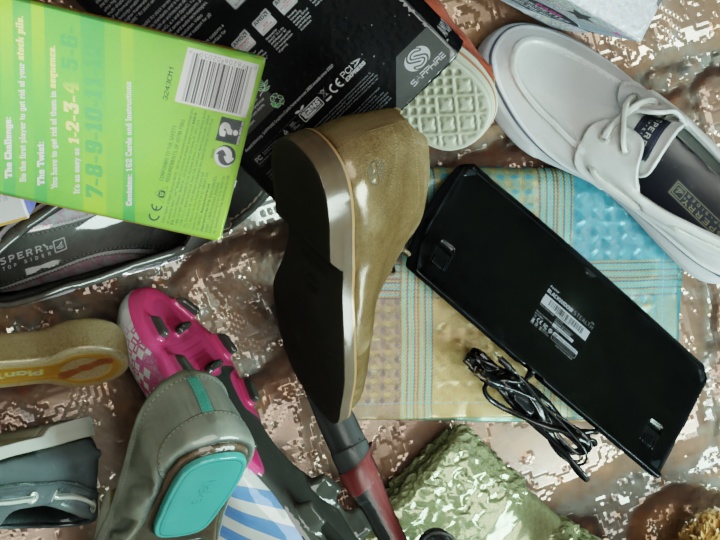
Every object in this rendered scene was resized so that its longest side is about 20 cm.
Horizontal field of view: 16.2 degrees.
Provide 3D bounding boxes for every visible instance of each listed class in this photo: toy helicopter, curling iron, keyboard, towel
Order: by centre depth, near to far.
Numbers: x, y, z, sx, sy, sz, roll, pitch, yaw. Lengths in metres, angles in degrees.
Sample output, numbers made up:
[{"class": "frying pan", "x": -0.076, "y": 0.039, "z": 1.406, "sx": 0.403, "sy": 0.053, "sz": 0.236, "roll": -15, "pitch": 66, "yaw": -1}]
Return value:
[{"class": "toy helicopter", "x": -0.217, "y": 0.055, "z": 1.282, "sx": 0.200, "sy": 0.132, "sz": 0.079, "roll": -5, "pitch": 60, "yaw": -8}, {"class": "curling iron", "x": 0.007, "y": 0.102, "z": 1.381, "sx": 0.050, "sy": 0.026, "sz": 0.200, "roll": -33, "pitch": 84, "yaw": 12}, {"class": "keyboard", "x": 0.098, "y": 0.039, "z": 1.406, "sx": 0.200, "sy": 0.040, "sz": 0.104, "roll": 40, "pitch": 64, "yaw": -17}, {"class": "towel", "x": 0.086, "y": 0.014, "z": 1.419, "sx": 0.200, "sy": 0.022, "sz": 0.147, "roll": 0, "pitch": 99, "yaw": -16}, {"class": "towel", "x": 0.037, "y": 0.198, "z": 1.425, "sx": 0.148, "sy": 0.036, "sz": 0.200, "roll": 41, "pitch": 86, "yaw": -18}]

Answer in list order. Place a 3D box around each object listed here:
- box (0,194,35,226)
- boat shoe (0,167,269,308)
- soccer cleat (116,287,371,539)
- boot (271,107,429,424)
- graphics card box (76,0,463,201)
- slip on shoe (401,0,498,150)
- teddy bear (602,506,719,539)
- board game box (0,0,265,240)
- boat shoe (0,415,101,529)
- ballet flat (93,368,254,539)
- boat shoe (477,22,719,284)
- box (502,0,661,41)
[{"class": "box", "x": -0.252, "y": -0.064, "z": 1.260, "sx": 0.200, "sy": 0.041, "sz": 0.119, "roll": -15, "pitch": 106, "yaw": 6}, {"class": "boat shoe", "x": -0.121, "y": -0.025, "z": 1.324, "sx": 0.200, "sy": 0.057, "sz": 0.067, "roll": -22, "pitch": 112, "yaw": -17}, {"class": "soccer cleat", "x": -0.081, "y": 0.105, "z": 1.358, "sx": 0.086, "sy": 0.070, "sz": 0.200, "roll": -35, "pitch": 96, "yaw": 24}, {"class": "boot", "x": 0.000, "y": 0.000, "z": 1.301, "sx": 0.075, "sy": 0.074, "sz": 0.200, "roll": -26, "pitch": 143, "yaw": -26}, {"class": "graphics card box", "x": -0.059, "y": -0.142, "z": 1.295, "sx": 0.200, "sy": 0.051, "sz": 0.125, "roll": 45, "pitch": 103, "yaw": -4}, {"class": "slip on shoe", "x": -0.006, "y": -0.144, "z": 1.349, "sx": 0.200, "sy": 0.061, "sz": 0.074, "roll": 41, "pitch": 113, "yaw": -6}, {"class": "teddy bear", "x": 0.162, "y": 0.215, "z": 1.424, "sx": 0.200, "sy": 0.067, "sz": 0.145, "roll": -12, "pitch": 114, "yaw": -35}, {"class": "board game box", "x": -0.152, "y": -0.081, "z": 1.234, "sx": 0.200, "sy": 0.030, "sz": 0.096, "roll": 12, "pitch": 96, "yaw": -25}, {"class": "boat shoe", "x": -0.195, "y": 0.119, "z": 1.272, "sx": 0.073, "sy": 0.200, "sz": 0.062, "roll": -11, "pitch": 92, "yaw": 30}, {"class": "ballet flat", "x": -0.105, "y": 0.123, "z": 1.320, "sx": 0.067, "sy": 0.064, "sz": 0.200, "roll": -7, "pitch": 144, "yaw": -29}, {"class": "boat shoe", "x": 0.153, "y": -0.071, "z": 1.387, "sx": 0.200, "sy": 0.065, "sz": 0.074, "roll": 35, "pitch": 73, "yaw": -8}, {"class": "box", "x": 0.076, "y": -0.221, "z": 1.328, "sx": 0.200, "sy": 0.115, "sz": 0.132, "roll": 27, "pitch": 90, "yaw": -19}]
